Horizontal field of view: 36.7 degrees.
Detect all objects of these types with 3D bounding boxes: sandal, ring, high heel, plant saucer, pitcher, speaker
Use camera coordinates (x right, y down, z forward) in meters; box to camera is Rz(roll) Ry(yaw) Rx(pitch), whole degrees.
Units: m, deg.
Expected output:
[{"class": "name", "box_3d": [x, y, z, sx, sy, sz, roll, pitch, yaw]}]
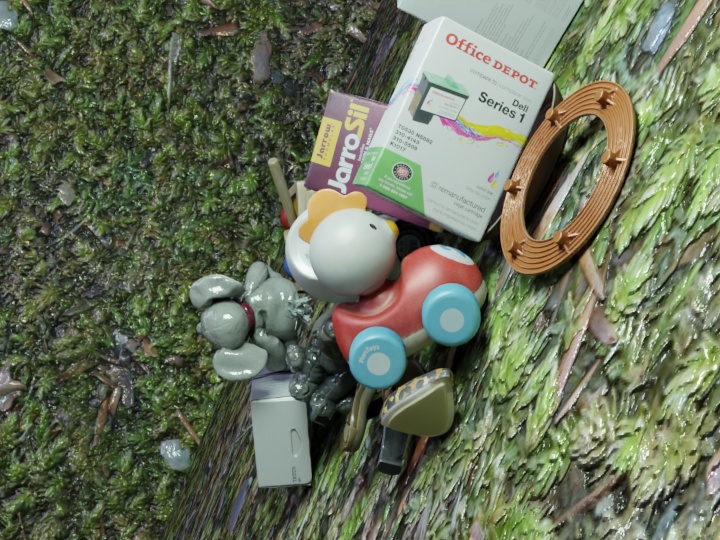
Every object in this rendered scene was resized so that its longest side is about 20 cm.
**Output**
[{"class": "sandal", "box_3d": [0.021, 0.150, 1.342, 0.201, 0.054, 0.081, -71, -3, -51]}, {"class": "ring", "box_3d": [0.190, -0.091, 1.039, 0.201, 0.019, 0.201, -50, 27, 36]}, {"class": "high heel", "box_3d": [0.063, 0.115, 1.166, 0.200, 0.071, 0.143, 117, 169, -51]}, {"class": "plant saucer", "box_3d": [0.178, -0.119, 1.218, 0.201, 0.034, 0.201, -90, 26, -64]}, {"class": "pitcher", "box_3d": [0.000, 0.000, 1.345, 0.121, 0.172, 0.200, -46, -18, 8]}, {"class": "speaker", "box_3d": [0.050, -0.041, 1.562, 0.082, 0.081, 0.200, -66, 11, 1]}]

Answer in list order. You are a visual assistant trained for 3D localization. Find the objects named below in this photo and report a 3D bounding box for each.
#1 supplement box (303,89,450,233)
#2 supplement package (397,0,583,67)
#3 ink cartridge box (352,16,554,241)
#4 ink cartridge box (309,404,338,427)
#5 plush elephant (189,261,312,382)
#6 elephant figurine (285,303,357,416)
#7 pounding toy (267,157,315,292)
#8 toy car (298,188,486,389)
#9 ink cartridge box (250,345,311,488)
[{"class": "supplement box", "box_3d": [0.049, -0.134, 1.347, 0.103, 0.199, 0.132, -1, -72, -64]}, {"class": "supplement package", "box_3d": [0.167, -0.371, 1.370, 0.152, 0.199, 0.151, -60, 12, 26]}, {"class": "ink cartridge box", "box_3d": [0.101, -0.153, 1.187, 0.201, 0.144, 0.084, -65, 11, 0]}, {"class": "ink cartridge box", "box_3d": [-0.024, 0.115, 1.695, 0.200, 0.047, 0.199, -93, 27, -72]}, {"class": "plush elephant", "box_3d": [-0.167, 0.072, 1.557, 0.200, 0.153, 0.166, 163, 97, -69]}, {"class": "elephant figurine", "box_3d": [-0.014, 0.095, 1.455, 0.156, 0.140, 0.201, -98, 24, -44]}, {"class": "pounding toy", "box_3d": [-0.068, -0.062, 1.595, 0.200, 0.141, 0.186, 164, 103, -80]}, {"class": "toy car", "box_3d": [0.021, -0.008, 1.177, 0.176, 0.201, 0.184, -30, 12, 9]}, {"class": "ink cartridge box", "box_3d": [-0.120, 0.221, 1.668, 0.200, 0.083, 0.147, -100, 6, -73]}]
